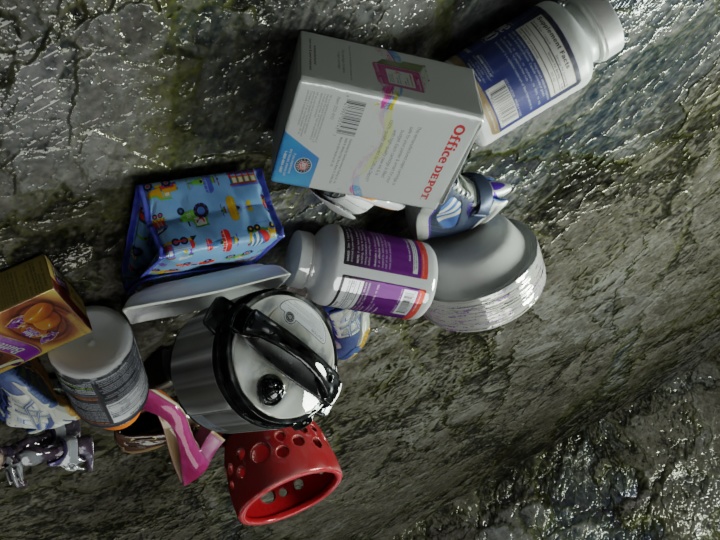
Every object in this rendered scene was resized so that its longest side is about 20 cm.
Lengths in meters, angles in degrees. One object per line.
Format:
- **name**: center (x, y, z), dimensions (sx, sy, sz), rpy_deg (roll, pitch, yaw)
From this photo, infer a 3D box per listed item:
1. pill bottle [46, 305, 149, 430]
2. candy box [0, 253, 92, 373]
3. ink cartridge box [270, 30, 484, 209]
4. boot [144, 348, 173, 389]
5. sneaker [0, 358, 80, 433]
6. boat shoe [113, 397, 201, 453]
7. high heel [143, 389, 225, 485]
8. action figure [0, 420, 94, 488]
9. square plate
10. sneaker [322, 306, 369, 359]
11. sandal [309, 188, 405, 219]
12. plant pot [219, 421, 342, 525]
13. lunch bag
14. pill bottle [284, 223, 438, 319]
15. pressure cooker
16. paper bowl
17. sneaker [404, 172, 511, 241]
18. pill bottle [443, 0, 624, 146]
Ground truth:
- **pill bottle**: center (-0.341, 0.141, 1.073), dimensions (0.105, 0.107, 0.201), rpy_deg (-19, 150, -18)
- **candy box**: center (-0.429, 0.069, 0.933), dimensions (0.199, 0.057, 0.117), rpy_deg (-24, 151, -7)
- **ink cartridge box**: center (0.014, -0.156, 0.874), dimensions (0.198, 0.085, 0.145), rpy_deg (10, 139, -14)
- **boot**: center (-0.212, 0.144, 1.222), dimensions (0.199, 0.070, 0.174), rpy_deg (-18, 159, 28)
- **sneaker**: center (-0.443, 0.171, 1.061), dimensions (0.088, 0.076, 0.200), rpy_deg (-25, 150, -6)
- **boat shoe**: center (-0.297, 0.241, 1.305), dimensions (0.199, 0.071, 0.071), rpy_deg (-19, 151, -19)
- **high heel**: center (-0.303, 0.248, 1.238), dimensions (0.096, 0.067, 0.200), rpy_deg (-52, 128, -12)
- **action figure**: center (-0.481, 0.260, 1.133), dimensions (0.199, 0.130, 0.070), rpy_deg (-3, 108, -44)
- **square plate**: center (-0.198, 0.028, 1.020), dimensions (0.196, 0.029, 0.200), rpy_deg (-13, 175, -15)
- **sneaker**: center (-0.027, 0.061, 1.261), dimensions (0.087, 0.076, 0.201), rpy_deg (0, 132, -27)
- **sandal**: center (-0.014, -0.096, 1.018), dimensions (0.059, 0.079, 0.206), rpy_deg (-43, 150, 19)
- **plant pot**: center (-0.157, 0.332, 1.458), dimensions (0.199, 0.183, 0.201), rpy_deg (-22, 151, -13)
- **lunch bag**: center (-0.201, -0.029, 0.971), dimensions (0.150, 0.095, 0.200), rpy_deg (-13, 163, -29)
- **pill bottle**: center (0.000, 0.000, 1.117), dimensions (0.198, 0.113, 0.113), rpy_deg (11, 136, -20)
- **pressure cooker**: center (-0.125, 0.116, 1.015), dimensions (0.175, 0.180, 0.199), rpy_deg (-6, 172, -39)
- **paper bowl**: center (0.168, -0.012, 1.200), dimensions (0.199, 0.201, 0.105), rpy_deg (-27, 125, -4)
- **sneaker**: center (0.138, -0.118, 1.104), dimensions (0.145, 0.081, 0.200), rpy_deg (-17, 154, -7)
- **pill bottle**: center (0.199, -0.242, 0.945), dimensions (0.199, 0.111, 0.111), rpy_deg (-31, 151, 3)
